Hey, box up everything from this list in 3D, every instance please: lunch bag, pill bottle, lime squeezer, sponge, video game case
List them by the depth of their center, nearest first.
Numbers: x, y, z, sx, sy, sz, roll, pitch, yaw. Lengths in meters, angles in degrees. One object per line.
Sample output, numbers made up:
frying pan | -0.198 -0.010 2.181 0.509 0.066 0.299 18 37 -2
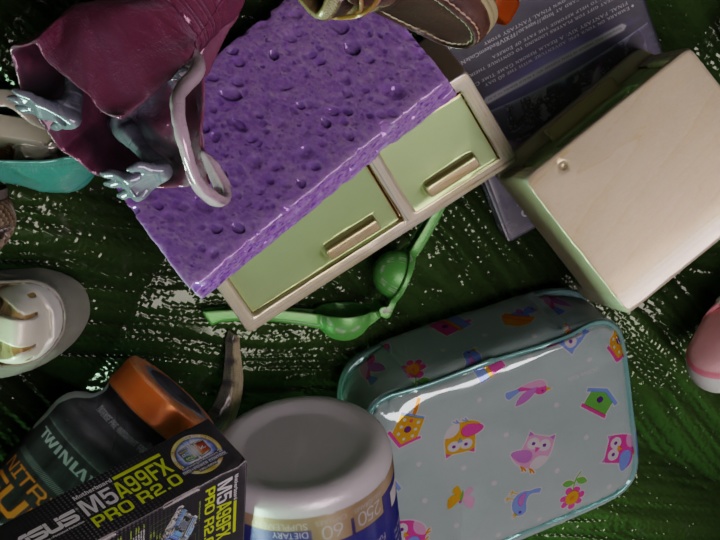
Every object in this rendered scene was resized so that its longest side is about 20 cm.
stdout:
sponge | -0.053 -0.087 1.717 0.200 0.112 0.030 -39 160 -1
pill bottle | -0.180 0.148 1.775 0.106 0.106 0.200 39 95 -33
pill bottle | -0.029 0.190 1.815 0.116 0.116 0.200 -17 125 -15
video game case | 0.122 -0.132 1.823 0.143 0.019 0.200 -28 123 -8
lime squeezer | 0.000 0.000 1.828 0.200 0.038 0.071 -33 95 -3
lunch bag | 0.082 0.109 1.887 0.200 0.077 0.160 -19 122 -14

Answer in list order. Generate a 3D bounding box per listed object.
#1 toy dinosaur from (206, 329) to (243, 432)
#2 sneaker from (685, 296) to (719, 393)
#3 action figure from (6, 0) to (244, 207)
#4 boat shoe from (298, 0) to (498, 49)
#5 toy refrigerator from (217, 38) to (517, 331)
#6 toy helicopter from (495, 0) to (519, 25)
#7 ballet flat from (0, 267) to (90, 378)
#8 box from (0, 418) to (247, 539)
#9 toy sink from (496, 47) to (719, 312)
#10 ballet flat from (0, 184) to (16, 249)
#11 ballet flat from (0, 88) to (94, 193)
toy dinosaur | -0.107 0.143 1.842 0.088 0.047 0.200 34 94 -26
sneaker | 0.286 -0.012 1.918 0.200 0.075 0.105 -38 128 -12
action figure | -0.110 -0.148 1.637 0.200 0.149 0.134 -56 139 -30
boat shoe | -0.013 -0.173 1.654 0.200 0.072 0.072 31 62 -22
toy refrigerator | -0.010 -0.053 1.762 0.200 0.070 0.076 -33 122 -1
toy helicopter | 0.041 -0.223 1.684 0.200 0.132 0.079 31 88 -12
ballet flat | -0.230 0.036 1.691 0.200 0.064 0.067 -2 100 -41
box | -0.147 0.201 1.731 0.160 0.044 0.200 -28 143 -27
toy sink | 0.169 -0.061 1.788 0.130 0.200 0.112 -39 94 0
ballet flat | -0.297 -0.011 1.671 0.200 0.067 0.046 -13 103 -24
ballet flat | -0.237 -0.087 1.654 0.200 0.067 0.070 4 143 -30
